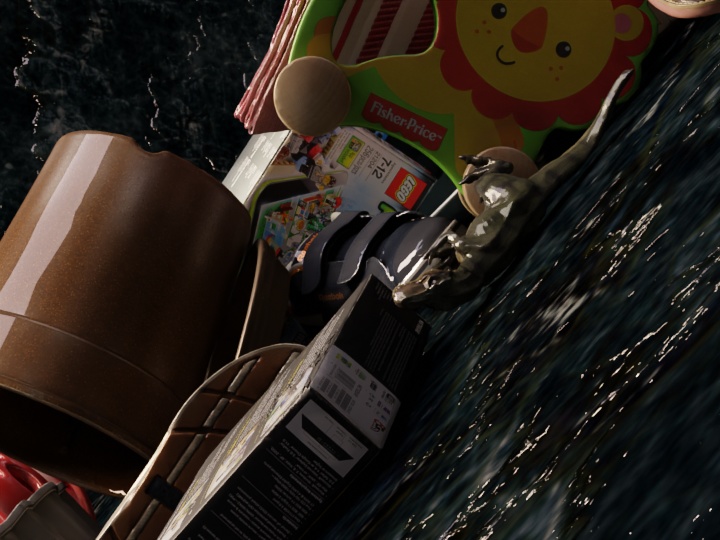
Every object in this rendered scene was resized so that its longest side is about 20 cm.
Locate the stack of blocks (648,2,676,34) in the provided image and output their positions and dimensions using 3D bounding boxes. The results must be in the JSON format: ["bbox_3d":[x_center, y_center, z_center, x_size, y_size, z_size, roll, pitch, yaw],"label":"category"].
[{"bbox_3d":[0.144,-0.161,1.387,0.200,0.059,0.115,-40,10,10],"label":"stack of blocks"}]

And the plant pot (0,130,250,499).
[{"bbox_3d":[-0.176,0.026,1.459,0.200,0.199,0.200,-68,11,-19],"label":"plant pot"}]

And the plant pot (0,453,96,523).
[{"bbox_3d":[-0.315,0.235,1.713,0.201,0.200,0.182,-46,-3,14],"label":"plant pot"}]

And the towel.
[{"bbox_3d":[0.012,-0.159,1.385,0.199,0.023,0.145,-11,-46,-52],"label":"towel"}]

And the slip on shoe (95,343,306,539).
[{"bbox_3d":[-0.090,0.127,1.279,0.201,0.076,0.061,-54,-7,-5],"label":"slip on shoe"}]

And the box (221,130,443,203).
[{"bbox_3d":[-0.030,-0.055,1.650,0.158,0.046,0.201,20,-70,-47],"label":"box"}]

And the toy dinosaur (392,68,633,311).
[{"bbox_3d":[0.077,-0.034,1.202,0.200,0.048,0.088,-49,19,-26],"label":"toy dinosaur"}]

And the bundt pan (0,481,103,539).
[{"bbox_3d":[-0.218,0.234,1.332,0.202,0.076,0.202,-54,-7,-9],"label":"bundt pan"}]

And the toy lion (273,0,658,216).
[{"bbox_3d":[0.069,-0.138,1.282,0.069,0.199,0.193,-109,44,-87],"label":"toy lion"}]

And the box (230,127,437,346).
[{"bbox_3d":[-0.043,-0.014,1.561,0.201,0.110,0.035,-58,6,7],"label":"box"}]

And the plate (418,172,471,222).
[{"bbox_3d":[0.095,-0.081,1.584,0.200,0.026,0.200,-47,4,5],"label":"plate"}]

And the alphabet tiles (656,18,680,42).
[{"bbox_3d":[0.154,-0.141,1.450,0.166,0.006,0.200,-41,10,2],"label":"alphabet tiles"}]

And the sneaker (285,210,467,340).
[{"bbox_3d":[0.000,0.000,1.452,0.079,0.079,0.200,-49,6,-32],"label":"sneaker"}]

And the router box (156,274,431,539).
[{"bbox_3d":[-0.038,0.094,1.118,0.149,0.051,0.200,-48,4,18],"label":"router box"}]

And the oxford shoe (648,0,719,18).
[{"bbox_3d":[0.182,-0.216,1.238,0.070,0.074,0.201,-15,37,7],"label":"oxford shoe"}]

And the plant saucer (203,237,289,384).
[{"bbox_3d":[-0.085,0.078,1.447,0.200,0.029,0.202,-164,90,-83],"label":"plant saucer"}]
